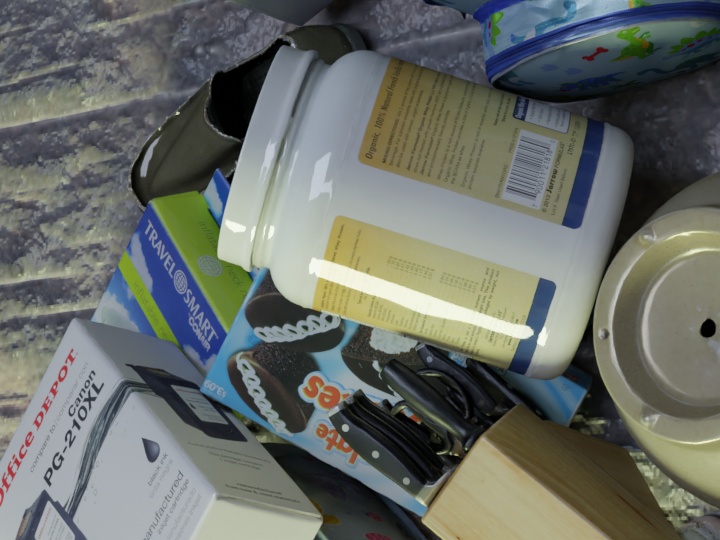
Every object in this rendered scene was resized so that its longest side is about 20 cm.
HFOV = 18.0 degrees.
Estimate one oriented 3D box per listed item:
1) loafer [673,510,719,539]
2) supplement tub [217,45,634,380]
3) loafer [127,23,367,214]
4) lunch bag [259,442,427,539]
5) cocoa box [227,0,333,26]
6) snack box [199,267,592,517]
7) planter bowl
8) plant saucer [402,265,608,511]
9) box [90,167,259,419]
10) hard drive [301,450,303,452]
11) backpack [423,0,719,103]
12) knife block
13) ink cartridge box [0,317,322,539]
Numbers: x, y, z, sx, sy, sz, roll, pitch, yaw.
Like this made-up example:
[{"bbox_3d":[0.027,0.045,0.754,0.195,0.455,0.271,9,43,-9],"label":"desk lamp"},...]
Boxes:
[{"bbox_3d":[0.198,0.224,1.187,0.072,0.063,0.201,-43,58,54],"label":"loafer"},{"bbox_3d":[0.034,-0.035,1.225,0.199,0.144,0.145,18,96,2],"label":"supplement tub"},{"bbox_3d":[-0.086,-0.100,1.456,0.200,0.070,0.075,-37,63,28],"label":"loafer"},{"bbox_3d":[-0.024,0.224,1.333,0.200,0.127,0.170,44,111,45],"label":"lunch bag"},{"bbox_3d":[-0.061,-0.277,1.391,0.131,0.133,0.201,-34,66,27],"label":"cocoa box"},{"bbox_3d":[0.020,0.066,1.314,0.199,0.037,0.117,29,105,5],"label":"snack box"},{"bbox_3d":[0.204,0.033,1.173,0.200,0.135,0.201,-6,80,36],"label":"planter bowl"},{"bbox_3d":[0.069,0.052,1.337,0.070,0.019,0.200,46,114,9],"label":"plant saucer"},{"bbox_3d":[-0.115,0.047,1.436,0.122,0.048,0.200,56,137,27],"label":"box"},{"bbox_3d":[0.000,0.000,1.392,0.200,0.042,0.135,-52,57,23],"label":"hard drive"},{"bbox_3d":[0.125,-0.177,1.220,0.182,0.200,0.148,-17,74,34],"label":"backpack"},{"bbox_3d":[0.078,0.124,1.205,0.064,0.175,0.200,-56,33,23],"label":"knife block"},{"bbox_3d":[-0.128,0.141,1.314,0.200,0.084,0.145,44,110,48],"label":"ink cartridge box"}]
